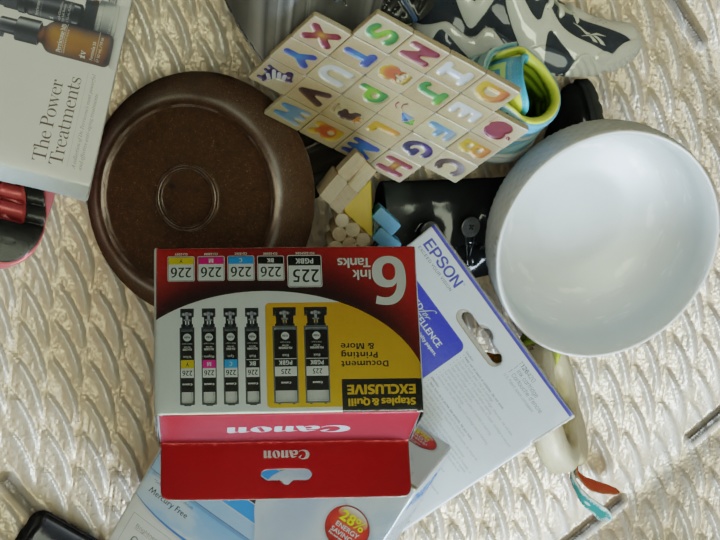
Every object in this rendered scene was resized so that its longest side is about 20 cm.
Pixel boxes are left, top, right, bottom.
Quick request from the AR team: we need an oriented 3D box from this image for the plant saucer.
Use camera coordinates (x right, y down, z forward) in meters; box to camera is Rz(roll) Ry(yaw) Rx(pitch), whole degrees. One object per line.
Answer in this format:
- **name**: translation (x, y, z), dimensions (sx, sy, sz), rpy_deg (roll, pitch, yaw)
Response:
- **plant saucer**: translation (-0.136, -0.059, 1.401), dimensions (0.199, 0.034, 0.202), rpy_deg (2, 97, 17)

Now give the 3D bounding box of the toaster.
- **toaster**: translation (-0.045, -0.239, 1.346), dimensions (0.113, 0.201, 0.130), rpy_deg (-17, 147, -19)

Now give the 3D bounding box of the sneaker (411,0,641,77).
- **sneaker**: translation (0.143, -0.234, 1.450), dimensions (0.197, 0.080, 0.131), rpy_deg (2, 111, -3)

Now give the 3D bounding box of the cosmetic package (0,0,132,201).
- **cosmetic package**: translation (-0.261, -0.169, 1.342), dimensions (0.150, 0.052, 0.202), rpy_deg (12, 76, -8)

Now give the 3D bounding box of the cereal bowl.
- **cereal bowl**: translation (0.192, -0.035, 1.445), dimensions (0.198, 0.083, 0.202), rpy_deg (-6, 114, -14)

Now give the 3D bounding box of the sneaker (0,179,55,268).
- **sneaker**: translation (-0.271, -0.095, 1.394), dimensions (0.073, 0.087, 0.202), rpy_deg (17, 75, -9)

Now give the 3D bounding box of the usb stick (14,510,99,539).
- **usb stick**: translation (-0.210, 0.275, 1.510), dimensions (0.199, 0.033, 0.056), rpy_deg (33, 87, -18)

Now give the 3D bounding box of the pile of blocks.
- **pile of blocks**: translation (0.000, 0.000, 1.410), dimensions (0.081, 0.062, 0.202), rpy_deg (3, 102, -6)

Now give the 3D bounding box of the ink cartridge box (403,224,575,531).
- **ink cartridge box**: translation (0.048, 0.092, 1.464), dimensions (0.200, 0.047, 0.198), rpy_deg (-36, 91, 18)

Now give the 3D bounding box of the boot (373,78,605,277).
- **boot**: translation (0.109, -0.074, 1.493), dimensions (0.198, 0.066, 0.166), rpy_deg (-5, 102, -7)

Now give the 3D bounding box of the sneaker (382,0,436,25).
- **sneaker**: translation (0.016, -0.293, 1.413), dimensions (0.075, 0.077, 0.202), rpy_deg (0, 84, -15)

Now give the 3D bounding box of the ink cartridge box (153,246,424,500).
- **ink cartridge box**: translation (-0.055, 0.077, 1.308), dimensions (0.198, 0.084, 0.177), rpy_deg (-1, 70, -5)

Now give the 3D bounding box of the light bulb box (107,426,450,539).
- **light bulb box**: translation (-0.066, 0.185, 1.423), dimensions (0.198, 0.125, 0.201), rpy_deg (33, 106, 8)

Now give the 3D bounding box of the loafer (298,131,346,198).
- **loafer**: translation (-0.021, -0.107, 1.454), dimensions (0.199, 0.073, 0.072), rpy_deg (-20, 86, -16)

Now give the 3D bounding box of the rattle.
- **rattle**: translation (0.140, 0.148, 1.546), dimensions (0.142, 0.131, 0.201), rpy_deg (-20, 133, 3)

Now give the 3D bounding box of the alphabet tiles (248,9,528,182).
- **alphabet tiles**: translation (0.022, -0.129, 1.336), dimensions (0.199, 0.166, 0.006), rpy_deg (25, 56, -24)

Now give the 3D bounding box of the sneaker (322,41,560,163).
- **sneaker**: translation (0.066, -0.144, 1.377), dimensions (0.198, 0.131, 0.080), rpy_deg (4, 75, -17)
